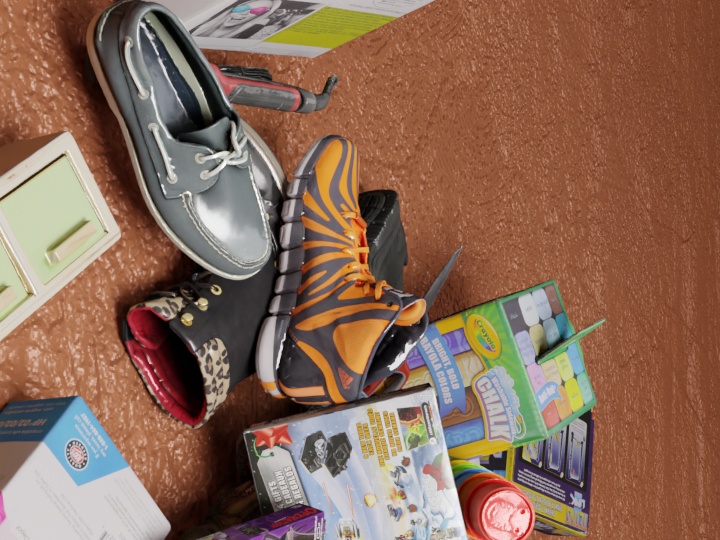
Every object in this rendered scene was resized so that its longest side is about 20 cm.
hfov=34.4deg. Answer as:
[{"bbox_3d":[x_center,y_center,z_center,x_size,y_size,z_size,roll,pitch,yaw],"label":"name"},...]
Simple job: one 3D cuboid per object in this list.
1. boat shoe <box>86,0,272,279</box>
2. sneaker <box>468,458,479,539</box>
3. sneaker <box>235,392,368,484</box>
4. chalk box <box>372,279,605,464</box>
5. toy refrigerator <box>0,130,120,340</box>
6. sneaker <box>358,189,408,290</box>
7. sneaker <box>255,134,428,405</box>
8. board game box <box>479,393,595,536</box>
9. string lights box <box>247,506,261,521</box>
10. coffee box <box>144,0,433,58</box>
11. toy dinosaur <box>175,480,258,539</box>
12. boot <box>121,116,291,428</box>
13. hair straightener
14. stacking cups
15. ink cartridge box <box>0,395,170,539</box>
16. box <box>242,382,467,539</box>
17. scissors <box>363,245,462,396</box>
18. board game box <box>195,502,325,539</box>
[{"bbox_3d":[-0.108,-0.081,0.753,0.073,0.062,0.201,-37,110,-32],"label":"boat shoe"},{"bbox_3d":[0.063,0.236,1.045,0.200,0.071,0.113,-14,93,-58],"label":"sneaker"},{"bbox_3d":[-0.032,0.131,0.931,0.200,0.079,0.096,19,50,-52],"label":"sneaker"},{"bbox_3d":[0.122,0.089,1.025,0.125,0.199,0.125,-14,85,-56],"label":"chalk box"},{"bbox_3d":[-0.226,0.002,0.650,0.200,0.070,0.076,-50,125,-48],"label":"toy refrigerator"},{"bbox_3d":[-0.001,0.020,0.987,0.200,0.076,0.091,-60,137,-40],"label":"sneaker"},{"bbox_3d":[0.000,0.000,0.835,0.077,0.111,0.201,28,68,-59],"label":"sneaker"},{"bbox_3d":[0.188,0.188,1.255,0.200,0.056,0.166,32,60,-50],"label":"board game box"},{"bbox_3d":[-0.073,0.278,0.843,0.103,0.059,0.201,52,45,-35],"label":"string lights box"},{"bbox_3d":[-0.043,-0.285,0.833,0.200,0.197,0.201,-8,81,-56],"label":"coffee box"},{"bbox_3d":[-0.113,0.211,0.779,0.200,0.088,0.048,-28,137,-53],"label":"toy dinosaur"},{"bbox_3d":[-0.108,-0.002,0.831,0.151,0.073,0.201,-44,126,-50],"label":"boot"},{"bbox_3d":[-0.105,-0.143,0.841,0.199,0.077,0.041,-3,114,-35],"label":"hair straightener"},{"bbox_3d":[0.087,0.177,0.884,0.200,0.060,0.061,105,-16,-82],"label":"stacking cups"},{"bbox_3d":[-0.204,0.181,0.653,0.116,0.067,0.200,62,39,-27],"label":"ink cartridge box"},{"bbox_3d":[0.006,0.192,0.810,0.040,0.136,0.201,-168,-115,-88],"label":"box"},{"bbox_3d":[0.041,0.053,0.960,0.073,0.200,0.014,20,34,-36],"label":"scissors"},{"bbox_3d":[-0.073,0.259,0.736,0.120,0.032,0.202,-7,102,-47],"label":"board game box"}]
